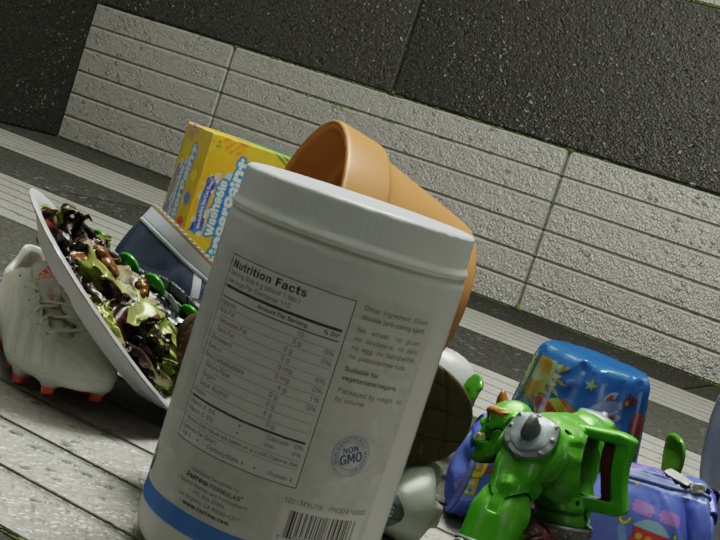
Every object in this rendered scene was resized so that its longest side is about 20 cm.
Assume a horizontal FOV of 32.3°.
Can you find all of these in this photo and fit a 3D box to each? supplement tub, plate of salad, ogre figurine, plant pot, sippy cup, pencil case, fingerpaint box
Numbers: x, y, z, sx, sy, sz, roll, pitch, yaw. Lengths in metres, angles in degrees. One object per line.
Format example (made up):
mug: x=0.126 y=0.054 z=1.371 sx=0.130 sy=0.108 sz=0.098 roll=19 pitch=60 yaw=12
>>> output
supplement tub: x=-0.029 y=0.058 z=0.649 sx=0.131 sy=0.202 sz=0.132 roll=18 pitch=4 yaw=-1
plate of salad: x=-0.170 y=0.021 z=0.886 sx=0.201 sy=0.048 sz=0.200 roll=57 pitch=-4 yaw=6
ogre figurine: x=0.107 y=0.140 z=0.735 sx=0.199 sy=0.121 sz=0.098 roll=15 pitch=6 yaw=-44
plant pot: x=0.000 y=0.000 z=0.989 sx=0.139 sy=0.202 sz=0.200 roll=22 pitch=3 yaw=-19
sippy cup: x=0.174 y=0.132 z=1.021 sx=0.139 sy=0.132 sz=0.177 roll=22 pitch=6 yaw=41
pencil case: x=0.160 y=0.163 z=0.890 sx=0.198 sy=0.088 sz=0.078 roll=18 pitch=27 yaw=1
fingerpaint box: x=-0.121 y=-0.028 z=1.263 sx=0.166 sy=0.202 sz=0.073 roll=16 pitch=6 yaw=-33

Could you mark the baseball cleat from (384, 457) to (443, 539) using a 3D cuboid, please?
baseball cleat: x=-0.002 y=0.120 z=0.849 sx=0.105 sy=0.070 sz=0.200 roll=18 pitch=4 yaw=-11

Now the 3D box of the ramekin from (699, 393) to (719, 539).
ramekin: x=0.316 y=0.161 z=0.909 sx=0.093 sy=0.205 sz=0.202 roll=7 pitch=5 yaw=-1

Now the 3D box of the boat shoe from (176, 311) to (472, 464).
boat shoe: x=-0.021 y=0.064 z=0.766 sx=0.199 sy=0.073 sz=0.068 roll=19 pitch=7 yaw=-26

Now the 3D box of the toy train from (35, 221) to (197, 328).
toy train: x=-0.188 y=0.024 z=1.016 sx=0.199 sy=0.057 sz=0.042 roll=38 pitch=46 yaw=13

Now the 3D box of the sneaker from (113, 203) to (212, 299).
sneaker: x=-0.162 y=0.046 z=1.157 sx=0.200 sy=0.108 sz=0.070 roll=49 pitch=-10 yaw=-21

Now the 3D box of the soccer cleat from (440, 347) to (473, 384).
soccer cleat: x=0.012 y=0.089 z=1.212 sx=0.198 sy=0.071 sz=0.086 roll=11 pitch=-13 yaw=8

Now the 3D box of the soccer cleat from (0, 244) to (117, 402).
soccer cleat: x=-0.226 y=0.035 z=0.897 sx=0.069 sy=0.078 sz=0.200 roll=15 pitch=6 yaw=-34

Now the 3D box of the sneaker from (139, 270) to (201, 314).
sneaker: x=-0.145 y=0.056 z=1.086 sx=0.198 sy=0.077 sz=0.091 roll=14 pitch=-16 yaw=-3
